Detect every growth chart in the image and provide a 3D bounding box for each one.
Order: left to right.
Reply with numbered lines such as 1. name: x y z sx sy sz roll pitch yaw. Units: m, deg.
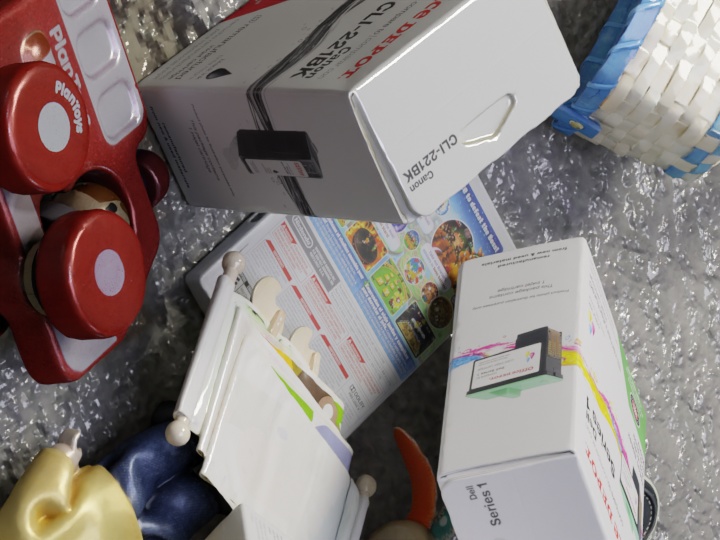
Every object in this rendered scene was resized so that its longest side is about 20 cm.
1. growth chart: -0.045 0.099 1.628 0.200 0.018 0.145 59 38 -34

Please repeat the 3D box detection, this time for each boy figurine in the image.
1. boy figurine: -0.153 0.153 1.571 0.200 0.064 0.125 -35 115 -30

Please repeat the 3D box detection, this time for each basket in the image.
1. basket: 0.157 -0.156 1.756 0.200 0.139 0.177 35 72 -6

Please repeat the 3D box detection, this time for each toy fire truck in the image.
1. toy fire truck: -0.160 -0.053 1.529 0.168 0.112 0.201 -45 122 -48

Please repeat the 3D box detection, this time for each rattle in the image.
1. rattle: 0.054 0.210 1.722 0.142 0.130 0.201 25 57 -34

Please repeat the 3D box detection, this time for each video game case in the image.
1. video game case: 0.000 0.000 1.708 0.200 0.018 0.144 -43 118 -27

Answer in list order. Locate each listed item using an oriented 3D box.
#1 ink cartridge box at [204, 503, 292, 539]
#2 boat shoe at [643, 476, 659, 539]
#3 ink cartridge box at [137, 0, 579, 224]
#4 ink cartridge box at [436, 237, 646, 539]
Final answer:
1. ink cartridge box: -0.007 0.226 1.556 0.200 0.115 0.068 39 104 -19
2. boat shoe: 0.122 0.191 1.796 0.200 0.062 0.075 -34 112 -33
3. ink cartridge box: -0.003 -0.100 1.580 0.144 0.199 0.084 -39 117 -29
4. ink cartridge box: 0.108 0.102 1.685 0.200 0.083 0.145 -81 155 -53
